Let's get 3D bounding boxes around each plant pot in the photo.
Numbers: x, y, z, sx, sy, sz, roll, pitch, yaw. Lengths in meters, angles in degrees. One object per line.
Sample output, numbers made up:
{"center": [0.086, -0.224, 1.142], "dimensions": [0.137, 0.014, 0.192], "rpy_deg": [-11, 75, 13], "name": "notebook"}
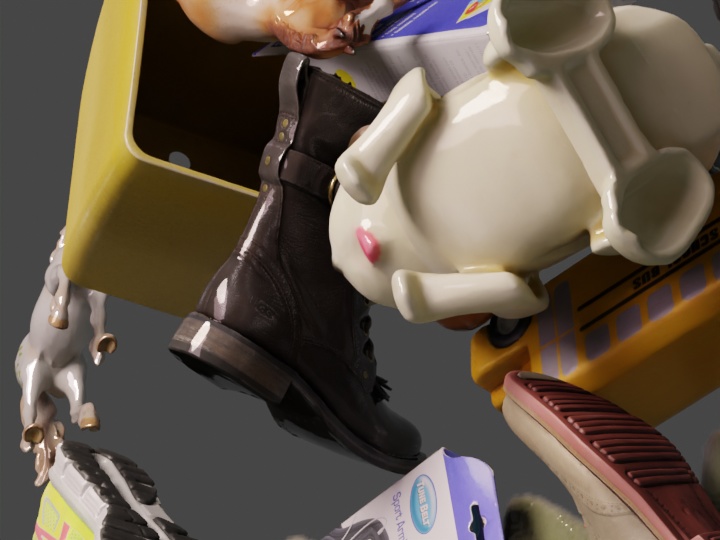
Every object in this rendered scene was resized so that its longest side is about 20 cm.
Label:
{"center": [-0.071, -0.071, 1.594], "dimensions": [0.176, 0.199, 0.201], "rpy_deg": [-47, 33, 47], "name": "plant pot"}

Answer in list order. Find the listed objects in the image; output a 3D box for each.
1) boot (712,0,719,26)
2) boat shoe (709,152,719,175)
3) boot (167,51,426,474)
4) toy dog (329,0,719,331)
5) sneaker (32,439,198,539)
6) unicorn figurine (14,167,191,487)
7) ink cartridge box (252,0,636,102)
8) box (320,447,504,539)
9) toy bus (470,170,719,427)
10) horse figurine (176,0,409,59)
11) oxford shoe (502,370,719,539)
{"center": [0.235, -0.075, 1.188], "dimensions": [0.070, 0.200, 0.132], "rpy_deg": [-44, 30, -10], "name": "boot"}
{"center": [0.114, -0.068, 1.442], "dimensions": [0.200, 0.073, 0.062], "rpy_deg": [24, 82, 51], "name": "boat shoe"}
{"center": [0.000, 0.000, 1.436], "dimensions": [0.069, 0.200, 0.175], "rpy_deg": [17, 76, 44], "name": "boot"}
{"center": [0.065, -0.050, 1.319], "dimensions": [0.200, 0.140, 0.194], "rpy_deg": [-31, 8, 41], "name": "toy dog"}
{"center": [-0.142, 0.180, 1.607], "dimensions": [0.091, 0.078, 0.200], "rpy_deg": [-62, 27, 13], "name": "sneaker"}
{"center": [-0.176, 0.025, 1.750], "dimensions": [0.200, 0.074, 0.138], "rpy_deg": [-53, 23, 21], "name": "unicorn figurine"}
{"center": [0.074, -0.153, 1.491], "dimensions": [0.197, 0.047, 0.200], "rpy_deg": [-39, 22, -31], "name": "ink cartridge box"}
{"center": [0.010, 0.181, 1.428], "dimensions": [0.200, 0.041, 0.119], "rpy_deg": [-37, 40, 28], "name": "box"}
{"center": [0.144, 0.022, 1.342], "dimensions": [0.200, 0.065, 0.079], "rpy_deg": [-35, 43, 32], "name": "toy bus"}
{"center": [-0.038, -0.155, 1.470], "dimensions": [0.199, 0.050, 0.133], "rpy_deg": [17, 47, 37], "name": "horse figurine"}
{"center": [0.121, 0.121, 1.263], "dimensions": [0.200, 0.070, 0.075], "rpy_deg": [46, 118, 38], "name": "oxford shoe"}
